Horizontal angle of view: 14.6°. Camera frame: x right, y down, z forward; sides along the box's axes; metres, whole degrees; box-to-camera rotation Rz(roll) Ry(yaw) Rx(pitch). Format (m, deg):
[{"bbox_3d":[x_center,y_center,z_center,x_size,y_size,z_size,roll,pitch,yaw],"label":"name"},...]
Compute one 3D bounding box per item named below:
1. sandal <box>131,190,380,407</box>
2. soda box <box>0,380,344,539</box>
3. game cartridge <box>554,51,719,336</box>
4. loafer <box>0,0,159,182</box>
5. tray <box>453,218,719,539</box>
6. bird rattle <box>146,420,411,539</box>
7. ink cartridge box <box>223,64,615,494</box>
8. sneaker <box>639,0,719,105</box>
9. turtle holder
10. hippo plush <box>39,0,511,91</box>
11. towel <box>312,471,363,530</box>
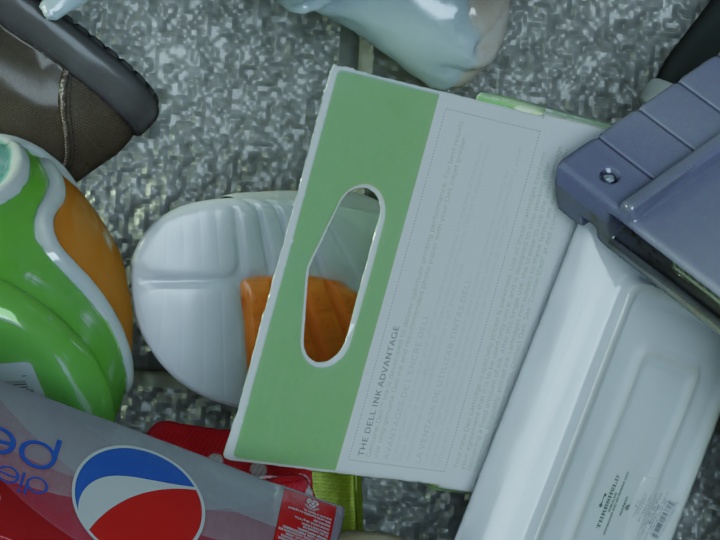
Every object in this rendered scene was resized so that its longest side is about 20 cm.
[{"bbox_3d":[0.000,0.008,1.076,0.206,0.059,0.080,0,101,-29],"label":"sandal"},{"bbox_3d":[-0.111,0.086,0.920,0.199,0.070,0.064,21,44,-8],"label":"soda box"},{"bbox_3d":[0.181,-0.010,0.977,0.129,0.038,0.200,-37,57,-21],"label":"game cartridge"},{"bbox_3d":[-0.170,-0.095,1.036,0.200,0.073,0.071,36,86,-7],"label":"loafer"},{"bbox_3d":[0.089,0.086,1.045,0.107,0.022,0.201,21,90,-41],"label":"tray"},{"bbox_3d":[-0.022,0.154,1.052,0.162,0.113,0.201,4,88,-26],"label":"bird rattle"},{"bbox_3d":[0.037,0.007,1.026,0.199,0.048,0.146,11,97,-37],"label":"ink cartridge box"},{"bbox_3d":[0.218,-0.063,1.091,0.199,0.071,0.100,27,93,-4],"label":"sneaker"},{"bbox_3d":[-0.165,0.026,1.014,0.185,0.132,0.141,-29,122,36],"label":"turtle holder"},{"bbox_3d":[0.012,-0.161,0.997,0.199,0.161,0.160,10,80,-23],"label":"hippo plush"},{"bbox_3d":[-0.038,0.168,1.092,0.086,0.018,0.201,-2,92,-9],"label":"towel"}]
